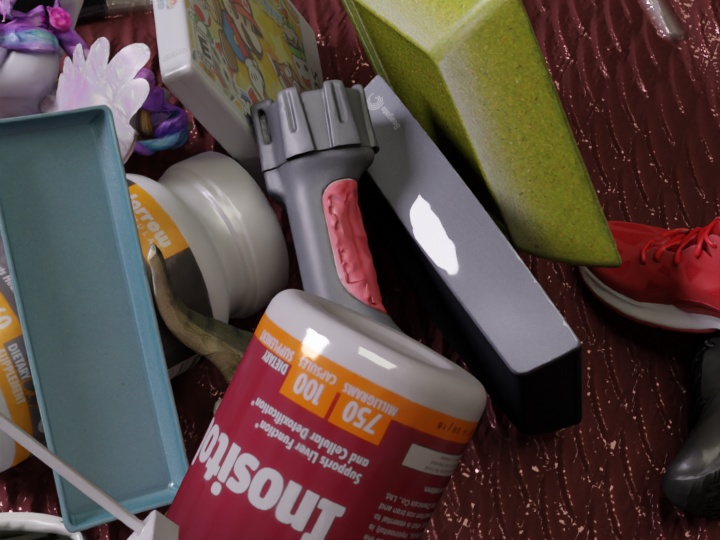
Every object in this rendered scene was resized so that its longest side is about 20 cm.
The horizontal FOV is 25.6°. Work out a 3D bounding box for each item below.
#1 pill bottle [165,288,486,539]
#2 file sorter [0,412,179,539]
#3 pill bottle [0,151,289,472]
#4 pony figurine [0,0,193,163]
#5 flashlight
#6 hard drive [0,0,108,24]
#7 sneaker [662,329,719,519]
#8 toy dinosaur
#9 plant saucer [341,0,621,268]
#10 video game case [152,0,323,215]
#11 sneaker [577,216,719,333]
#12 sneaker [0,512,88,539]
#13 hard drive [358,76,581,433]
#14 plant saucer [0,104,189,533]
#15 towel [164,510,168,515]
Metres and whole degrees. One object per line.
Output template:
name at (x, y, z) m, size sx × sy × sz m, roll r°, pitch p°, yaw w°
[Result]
pill bottle at (-0.031, 0.120, 0.741) m, size 0.113 × 0.113 × 0.200 m, roll 26°, pitch 94°, yaw 2°
file sorter at (-0.177, 0.157, 0.570) m, size 0.124 × 0.200 × 0.139 m, roll 39°, pitch 9°, yaw -13°
pill bottle at (-0.144, 0.016, 0.850) m, size 0.200 × 0.116 × 0.116 m, roll -29°, pitch 68°, yaw -30°
pony figurine at (-0.186, -0.115, 0.888) m, size 0.200 × 0.193 × 0.167 m, roll -2°, pitch 67°, yaw -13°
flashlight at (0.000, 0.000, 0.839) m, size 0.068 × 0.068 × 0.200 m, roll 2°, pitch 73°, yaw -48°
hard drive at (-0.256, -0.241, 1.039) m, size 0.135 × 0.042 × 0.200 m, roll -16°, pitch 62°, yaw -25°
sneaker at (0.229, 0.074, 0.958) m, size 0.091 × 0.076 × 0.200 m, roll 35°, pitch 46°, yaw 21°
toy dinosaur at (-0.051, 0.066, 0.835) m, size 0.200 × 0.047 × 0.088 m, roll 31°, pitch 57°, yaw -43°
plant saucer at (0.055, -0.103, 0.920) m, size 0.048 × 0.200 × 0.200 m, roll -32°, pitch 35°, yaw -7°
video game case at (-0.066, -0.129, 0.938) m, size 0.023 × 0.200 × 0.182 m, roll -22°, pitch 54°, yaw 16°
sneaker at (0.210, -0.019, 0.931) m, size 0.200 × 0.116 × 0.078 m, roll 20°, pitch 48°, yaw 37°
sneaker at (-0.226, 0.150, 0.759) m, size 0.200 × 0.071 × 0.073 m, roll -11°, pitch 60°, yaw -23°
hard drive at (0.056, -0.003, 0.908) m, size 0.042 × 0.135 × 0.200 m, roll -31°, pitch 65°, yaw -7°
plant saucer at (-0.135, 0.022, 0.775) m, size 0.070 × 0.019 × 0.200 m, roll -12°, pitch 91°, yaw -32°
towel at (-0.061, 0.143, 0.850) m, size 0.086 × 0.018 × 0.200 m, roll 33°, pitch 54°, yaw 12°
